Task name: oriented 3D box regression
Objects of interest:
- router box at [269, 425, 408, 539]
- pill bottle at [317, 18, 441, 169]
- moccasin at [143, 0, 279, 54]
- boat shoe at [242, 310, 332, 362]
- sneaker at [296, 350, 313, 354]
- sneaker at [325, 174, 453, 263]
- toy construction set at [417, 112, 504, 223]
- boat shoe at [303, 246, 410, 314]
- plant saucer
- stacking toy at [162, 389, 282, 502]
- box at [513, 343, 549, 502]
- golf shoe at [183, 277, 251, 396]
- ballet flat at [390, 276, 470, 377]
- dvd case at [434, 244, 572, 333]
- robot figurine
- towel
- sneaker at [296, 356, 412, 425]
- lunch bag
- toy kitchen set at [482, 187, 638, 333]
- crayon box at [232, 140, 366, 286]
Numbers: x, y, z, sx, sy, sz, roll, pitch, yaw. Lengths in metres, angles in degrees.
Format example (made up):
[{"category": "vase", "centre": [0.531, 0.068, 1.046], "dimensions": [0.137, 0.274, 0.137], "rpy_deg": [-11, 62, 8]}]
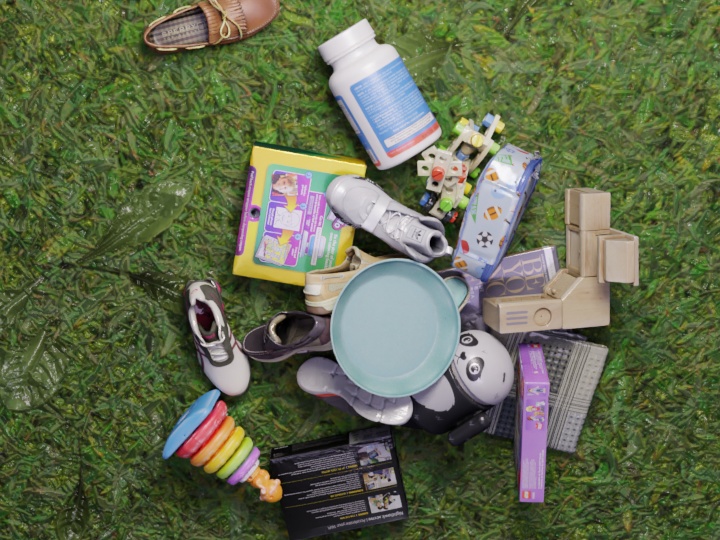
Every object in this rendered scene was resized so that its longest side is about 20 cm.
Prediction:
[{"category": "router box", "centre": [-0.033, 0.341, 1.745], "dimensions": [0.200, 0.051, 0.149], "rpy_deg": [-11, 105, 2]}, {"category": "pill bottle", "centre": [0.024, -0.257, 1.575], "dimensions": [0.112, 0.112, 0.200], "rpy_deg": [-29, 102, 6]}, {"category": "moccasin", "centre": [-0.215, -0.361, 1.566], "dimensions": [0.201, 0.078, 0.074], "rpy_deg": [-9, 103, 2]}, {"category": "boat shoe", "centre": [-0.112, 0.093, 1.633], "dimensions": [0.065, 0.200, 0.072], "rpy_deg": [30, 62, -41]}, {"category": "sneaker", "centre": [-0.014, 0.110, 1.684], "dimensions": [0.200, 0.076, 0.116], "rpy_deg": [-21, 129, 21]}, {"category": "sneaker", "centre": [0.048, -0.074, 1.583], "dimensions": [0.200, 0.115, 0.075], "rpy_deg": [30, 87, -35]}, {"category": "toy construction set", "centre": [0.139, -0.148, 1.573], "dimensions": [0.092, 0.200, 0.131], "rpy_deg": [39, 123, 4]}, {"category": "boat shoe", "centre": [0.000, 0.000, 1.611], "dimensions": [0.200, 0.072, 0.076], "rpy_deg": [-24, 112, -40]}, {"category": "plant saucer", "centre": [0.047, 0.082, 1.574], "dimensions": [0.200, 0.036, 0.200], "rpy_deg": [0, 90, -19]}, {"category": "stacking toy", "centre": [-0.199, 0.291, 1.698], "dimensions": [0.200, 0.110, 0.116], "rpy_deg": [41, 102, -6]}, {"category": "box", "centre": [0.257, 0.228, 1.645], "dimensions": [0.039, 0.137, 0.200], "rpy_deg": [1, 111, 4]}, {"category": "golf shoe", "centre": [-0.227, 0.112, 1.673], "dimensions": [0.077, 0.088, 0.200], "rpy_deg": [-20, 104, 2]}, {"category": "ballet flat", "centre": [0.098, 0.094, 1.646], "dimensions": [0.067, 0.062, 0.200], "rpy_deg": [42, 81, 10]}, {"category": "dvd case", "centre": [0.220, 0.052, 1.698], "dimensions": [0.200, 0.016, 0.149], "rpy_deg": [-12, 103, 2]}, {"category": "robot figurine", "centre": [0.137, 0.172, 1.654], "dimensions": [0.200, 0.125, 0.150], "rpy_deg": [-34, 97, 31]}, {"category": "towel", "centre": [0.276, 0.180, 1.717], "dimensions": [0.192, 0.035, 0.200], "rpy_deg": [14, 111, -1]}, {"category": "sneaker", "centre": [0.000, 0.190, 1.671], "dimensions": [0.200, 0.082, 0.077], "rpy_deg": [21, 69, 30]}, {"category": "lunch bag", "centre": [0.203, -0.090, 1.594], "dimensions": [0.076, 0.160, 0.200], "rpy_deg": [26, 108, 11]}, {"category": "toy kitchen set", "centre": [0.289, -0.010, 1.590], "dimensions": [0.180, 0.163, 0.200], "rpy_deg": [-4, 101, -12]}, {"category": "crayon box", "centre": [-0.092, -0.081, 1.642], "dimensions": [0.172, 0.058, 0.200], "rpy_deg": [10, 103, -6]}]
